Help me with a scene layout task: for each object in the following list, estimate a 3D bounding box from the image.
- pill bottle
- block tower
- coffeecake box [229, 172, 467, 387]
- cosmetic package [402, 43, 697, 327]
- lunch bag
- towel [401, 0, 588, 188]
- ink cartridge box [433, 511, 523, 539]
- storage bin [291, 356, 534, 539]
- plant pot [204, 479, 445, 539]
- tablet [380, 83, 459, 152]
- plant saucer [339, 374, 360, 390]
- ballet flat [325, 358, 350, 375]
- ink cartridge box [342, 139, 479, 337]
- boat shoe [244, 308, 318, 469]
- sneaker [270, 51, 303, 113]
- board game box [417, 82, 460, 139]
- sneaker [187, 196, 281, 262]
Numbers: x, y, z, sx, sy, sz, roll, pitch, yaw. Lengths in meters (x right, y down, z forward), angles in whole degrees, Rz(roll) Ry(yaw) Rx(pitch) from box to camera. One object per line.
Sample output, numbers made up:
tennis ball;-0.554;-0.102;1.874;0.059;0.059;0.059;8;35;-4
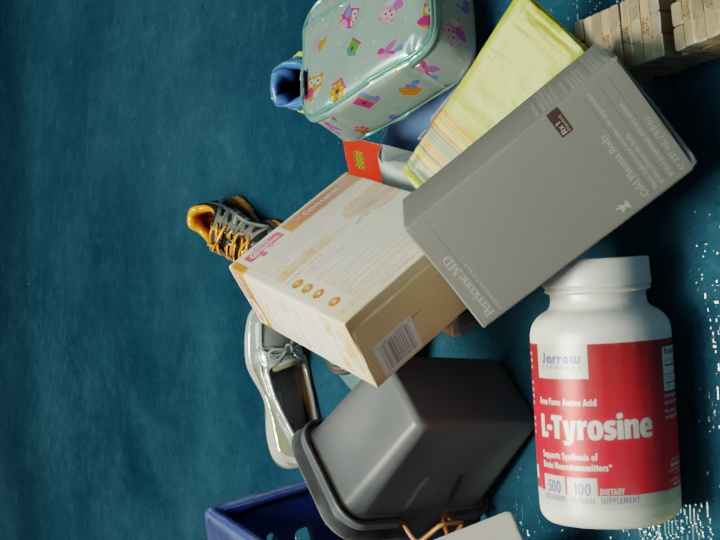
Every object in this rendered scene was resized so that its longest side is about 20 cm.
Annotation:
pill bottle;0.190;0.091;0.899;0.112;0.111;0.204;-5;89;57
block tower;0.247;-0.185;0.843;0.199;0.057;0.055;-13;82;59
coffeecake box;0.000;0.000;1.012;0.199;0.153;0.074;23;147;53
cosmetic package;0.136;-0.064;0.865;0.199;0.107;0.090;-41;13;11
lunch bag;0.019;-0.231;1.127;0.199;0.076;0.163;-24;57;40
towel;0.109;-0.126;0.957;0.086;0.018;0.201;45;127;14
ink cartridge box;0.087;0.327;0.984;0.201;0.144;0.148;84;164;-60
storage bin;0.062;0.159;1.045;0.135;0.198;0.147;-54;48;31
plant pot;-0.034;0.335;1.202;0.199;0.198;0.183;10;107;56
tablet;0.061;-0.115;1.177;0.131;0.013;0.202;57;138;37
plant saucer;-0.009;0.058;1.237;0.201;0.038;0.204;43;140;52
ballet flat;0.008;0.046;1.078;0.201;0.072;0.074;-88;16;-57
ink cartridge box;0.037;-0.040;1.137;0.199;0.050;0.165;20;129;50
boat shoe;-0.087;0.137;1.382;0.064;0.074;0.205;-14;84;50
sneaker;-0.071;-0.217;1.292;0.199;0.104;0.077;7;98;57
board game box;0.116;-0.116;1.048;0.200;0.038;0.160;-48;59;47
sneaker;-0.155;-0.037;1.466;0.199;0.076;0.080;32;117;51
